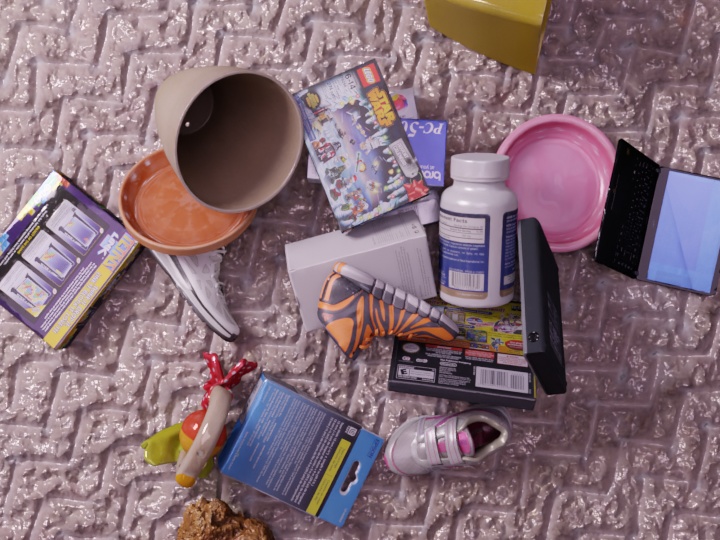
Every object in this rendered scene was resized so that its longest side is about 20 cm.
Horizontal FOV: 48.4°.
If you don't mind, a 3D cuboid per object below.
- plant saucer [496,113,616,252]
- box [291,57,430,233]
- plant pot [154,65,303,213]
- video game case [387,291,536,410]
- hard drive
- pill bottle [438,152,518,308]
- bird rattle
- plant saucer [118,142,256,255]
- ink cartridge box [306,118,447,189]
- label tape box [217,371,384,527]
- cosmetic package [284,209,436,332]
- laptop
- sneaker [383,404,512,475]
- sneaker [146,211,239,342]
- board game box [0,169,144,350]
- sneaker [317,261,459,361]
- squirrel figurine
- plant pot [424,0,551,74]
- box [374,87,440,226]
[{"bbox_3d":[0.288,-0.127,1.190,0.197,0.051,0.205,0,87,-2],"label":"plant saucer"},{"bbox_3d":[-0.003,-0.171,1.106,0.135,0.040,0.203,-23,89,-2],"label":"box"},{"bbox_3d":[-0.206,-0.206,1.105,0.185,0.200,0.190,-18,125,-28],"label":"plant pot"},{"bbox_3d":[0.145,0.105,1.119,0.196,0.026,0.182,7,43,6],"label":"video game case"},{"bbox_3d":[0.249,0.049,1.095,0.032,0.140,0.203,-9,57,22],"label":"hard drive"},{"bbox_3d":[0.165,-0.058,1.126,0.109,0.111,0.204,-1,106,-1],"label":"pill bottle"},{"bbox_3d":[-0.209,0.215,1.113,0.112,0.163,0.201,36,96,-17],"label":"bird rattle"},{"bbox_3d":[-0.244,-0.102,1.146,0.196,0.033,0.203,2,54,-3],"label":"plant saucer"},{"bbox_3d":[0.023,-0.170,1.149,0.196,0.044,0.096,4,88,-1],"label":"ink cartridge box"},{"bbox_3d":[-0.085,0.256,1.149,0.198,0.066,0.145,29,86,-15],"label":"label tape box"},{"bbox_3d":[0.000,0.000,1.140,0.196,0.085,0.109,-13,121,-2],"label":"cosmetic package"},{"bbox_3d":[0.444,-0.074,1.160,0.198,0.102,0.180,18,84,-43],"label":"laptop"},{"bbox_3d":[0.128,0.241,1.146,0.197,0.088,0.083,-20,87,-2],"label":"sneaker"},{"bbox_3d":[-0.214,-0.002,1.160,0.115,0.076,0.202,-37,93,-8],"label":"sneaker"},{"bbox_3d":[-0.437,-0.015,1.166,0.165,0.057,0.201,38,86,-1],"label":"board game box"},{"bbox_3d":[0.030,0.077,1.080,0.198,0.078,0.114,25,88,-10],"label":"sneaker"},{"bbox_3d":[-0.221,0.423,1.124,0.183,0.142,0.203,10,72,10],"label":"squirrel figurine"},{"bbox_3d":[0.190,-0.423,1.141,0.173,0.200,0.204,13,86,10],"label":"plant pot"},{"bbox_3d":[0.027,-0.153,1.190,0.153,0.041,0.204,-14,88,-2],"label":"box"}]
